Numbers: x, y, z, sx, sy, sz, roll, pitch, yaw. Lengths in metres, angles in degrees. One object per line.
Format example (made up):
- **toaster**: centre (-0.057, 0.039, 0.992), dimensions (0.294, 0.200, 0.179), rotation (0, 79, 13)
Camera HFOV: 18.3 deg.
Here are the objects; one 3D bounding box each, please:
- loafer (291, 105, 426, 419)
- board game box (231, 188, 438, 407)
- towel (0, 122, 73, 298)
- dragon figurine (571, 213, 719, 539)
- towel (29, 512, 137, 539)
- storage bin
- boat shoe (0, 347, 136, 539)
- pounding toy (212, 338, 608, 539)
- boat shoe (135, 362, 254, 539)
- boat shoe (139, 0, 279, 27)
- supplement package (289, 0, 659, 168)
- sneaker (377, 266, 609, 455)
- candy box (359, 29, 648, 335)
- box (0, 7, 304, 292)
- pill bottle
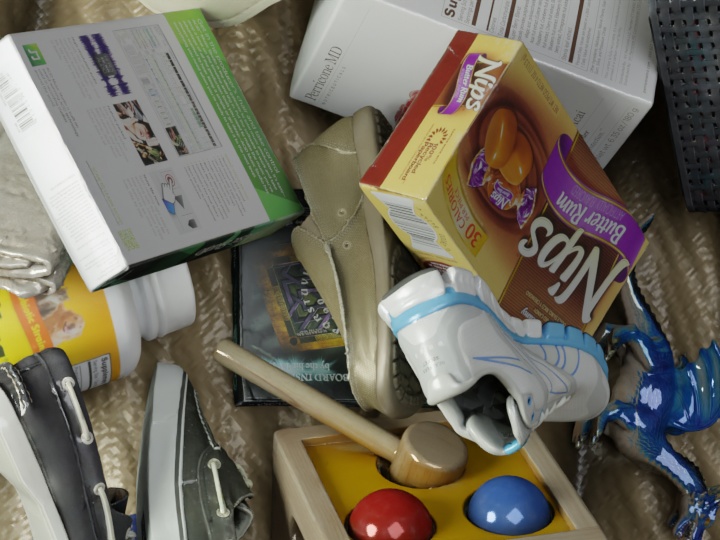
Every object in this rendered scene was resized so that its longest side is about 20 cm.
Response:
- **loafer**: centre (0.000, 0.000, 1.321), dimensions (0.067, 0.076, 0.201), rotation (-17, 57, 20)
- **board game box**: centre (0.019, 0.019, 1.400), dimensions (0.199, 0.028, 0.136), rotation (2, 79, -14)
- **towel**: centre (-0.210, -0.060, 1.290), dimensions (0.132, 0.035, 0.200), rotation (10, 41, 7)
- **dragon figurine**: centre (0.194, 0.072, 1.418), dimensions (0.099, 0.059, 0.201), rotation (11, 78, -12)
- **towel**: centre (-0.182, 0.228, 1.318), dimensions (0.199, 0.024, 0.146), rotation (-11, 84, -14)
- **storage bin**: centre (0.241, -0.144, 1.380), dimensions (0.093, 0.201, 0.136), rotation (0, 46, 20)
- **boat shoe**: centre (-0.159, 0.137, 1.266), dimensions (0.060, 0.074, 0.201), rotation (-29, 111, -21)
- **pounding toy**: centre (0.023, 0.139, 1.303), dimensions (0.183, 0.200, 0.143), rotation (-6, 118, -15)
- **boat shoe**: centre (-0.095, 0.140, 1.298), dimensions (0.063, 0.071, 0.201), rotation (4, 49, -12)
- **boat shoe**: centre (-0.068, -0.197, 1.345), dimensions (0.072, 0.199, 0.060), rotation (47, 58, -27)
- **supplement package**: centre (0.075, -0.149, 1.384), dimensions (0.199, 0.121, 0.120), rotation (19, 57, -9)
- **sneaker**: centre (0.083, 0.070, 1.269), dimensions (0.200, 0.075, 0.087), rotation (24, 43, -49)
- **candy box**: centre (0.089, -0.033, 1.327), dimensions (0.117, 0.056, 0.200), rotation (-57, 135, -19)
- **box**: centre (-0.122, -0.074, 1.286), dimensions (0.200, 0.036, 0.145), rotation (-20, 81, -59)
- **pill bottle**: centre (-0.201, 0.026, 1.302), dimensions (0.199, 0.109, 0.110), rotation (-19, 85, -17)
